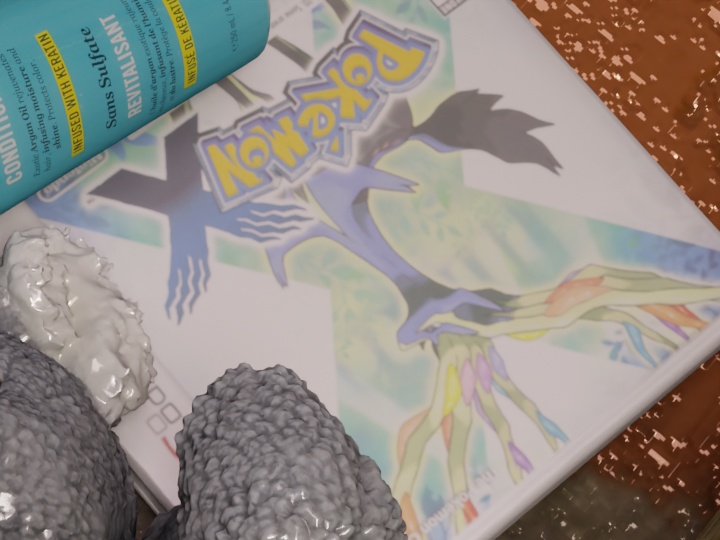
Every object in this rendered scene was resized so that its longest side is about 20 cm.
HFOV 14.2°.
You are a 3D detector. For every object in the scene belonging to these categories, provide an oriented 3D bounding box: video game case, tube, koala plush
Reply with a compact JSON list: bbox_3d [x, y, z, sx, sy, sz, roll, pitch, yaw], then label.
[{"bbox_3d":[0.000,0.000,0.905,0.200,0.022,0.182,-38,79,-22],"label":"video game case"},{"bbox_3d":[-0.114,-0.044,0.841,0.200,0.050,0.078,-33,115,-33],"label":"tube"},{"bbox_3d":[-0.093,0.089,0.797,0.177,0.184,0.200,-41,59,-9],"label":"koala plush"}]

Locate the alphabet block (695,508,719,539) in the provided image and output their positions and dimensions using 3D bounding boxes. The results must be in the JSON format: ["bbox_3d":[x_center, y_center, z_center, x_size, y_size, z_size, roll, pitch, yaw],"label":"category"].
[{"bbox_3d":[0.188,0.112,0.800,0.195,0.200,0.196,42,67,7],"label":"alphabet block"}]
